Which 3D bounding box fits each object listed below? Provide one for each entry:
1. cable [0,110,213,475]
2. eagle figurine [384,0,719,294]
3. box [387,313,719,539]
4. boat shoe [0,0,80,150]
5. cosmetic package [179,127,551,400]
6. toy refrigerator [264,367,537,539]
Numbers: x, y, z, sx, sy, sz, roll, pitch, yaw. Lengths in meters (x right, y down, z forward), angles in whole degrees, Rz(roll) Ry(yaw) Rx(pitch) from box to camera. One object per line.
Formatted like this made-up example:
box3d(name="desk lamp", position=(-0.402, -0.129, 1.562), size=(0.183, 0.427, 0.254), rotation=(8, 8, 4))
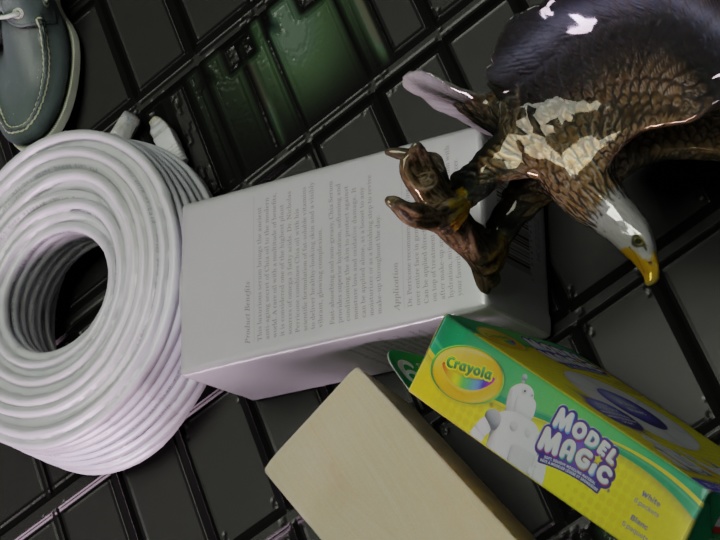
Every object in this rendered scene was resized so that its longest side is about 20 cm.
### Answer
box3d(name="cable", position=(-0.163, 0.016, 1.331), size=(0.200, 0.069, 0.200), rotation=(-48, 53, 13))
box3d(name="eagle figurine", position=(0.121, -0.065, 1.075), size=(0.199, 0.151, 0.152), rotation=(-34, 13, 10))
box3d(name="box", position=(0.112, 0.080, 1.076), size=(0.200, 0.117, 0.049), rotation=(31, 100, 39))
box3d(name="boat shoe", position=(-0.228, -0.171, 1.448), size=(0.072, 0.062, 0.201), rotation=(-21, 63, 29))
box3d(name="cosmetic package", position=(0.000, 0.000, 1.216), size=(0.199, 0.071, 0.102), rotation=(-13, 68, 32))
box3d(name="toy refrigerator", position=(0.044, 0.146, 1.137), size=(0.076, 0.070, 0.200), rotation=(-48, 53, 4))
